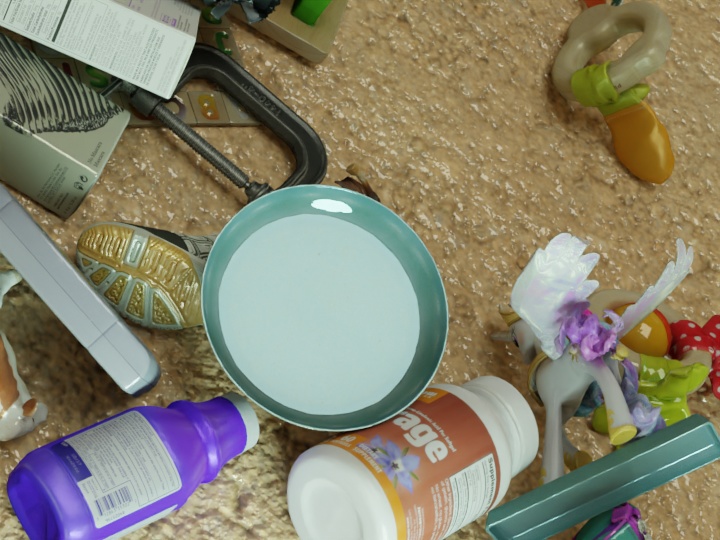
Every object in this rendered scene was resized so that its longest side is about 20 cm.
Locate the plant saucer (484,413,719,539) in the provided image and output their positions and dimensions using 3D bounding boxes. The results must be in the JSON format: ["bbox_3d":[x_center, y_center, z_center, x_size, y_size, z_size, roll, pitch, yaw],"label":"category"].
[{"bbox_3d":[0.196,0.170,1.687,0.070,0.199,0.019,50,17,-56],"label":"plant saucer"}]

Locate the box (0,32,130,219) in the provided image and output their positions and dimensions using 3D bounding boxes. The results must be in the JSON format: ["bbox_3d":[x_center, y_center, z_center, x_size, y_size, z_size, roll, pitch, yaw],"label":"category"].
[{"bbox_3d":[-0.289,-0.133,1.662,0.199,0.068,0.083,31,48,-12],"label":"box"}]

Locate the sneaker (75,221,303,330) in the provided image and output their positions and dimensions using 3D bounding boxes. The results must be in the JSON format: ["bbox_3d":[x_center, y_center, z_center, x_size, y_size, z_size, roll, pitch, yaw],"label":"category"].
[{"bbox_3d":[-0.133,0.003,1.683,0.199,0.076,0.088,20,27,-16],"label":"sneaker"}]

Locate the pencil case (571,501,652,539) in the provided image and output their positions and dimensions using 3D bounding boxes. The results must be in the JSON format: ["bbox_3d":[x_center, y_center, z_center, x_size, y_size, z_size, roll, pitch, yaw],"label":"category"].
[{"bbox_3d":[0.251,0.285,1.712,0.200,0.092,0.085,47,37,1],"label":"pencil case"}]

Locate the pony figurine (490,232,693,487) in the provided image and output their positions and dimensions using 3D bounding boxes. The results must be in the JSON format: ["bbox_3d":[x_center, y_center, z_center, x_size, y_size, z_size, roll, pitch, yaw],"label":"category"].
[{"bbox_3d":[0.185,0.068,1.736,0.166,0.193,0.201,10,49,-34],"label":"pony figurine"}]

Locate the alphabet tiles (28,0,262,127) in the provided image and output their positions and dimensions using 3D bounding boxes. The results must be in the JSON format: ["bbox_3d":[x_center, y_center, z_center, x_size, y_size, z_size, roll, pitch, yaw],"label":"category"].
[{"bbox_3d":[-0.192,-0.195,1.807,0.199,0.008,0.168,-3,63,-35],"label":"alphabet tiles"}]

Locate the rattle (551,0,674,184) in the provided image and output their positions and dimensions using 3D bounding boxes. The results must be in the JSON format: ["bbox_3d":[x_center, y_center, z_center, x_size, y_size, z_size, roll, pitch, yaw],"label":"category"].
[{"bbox_3d":[0.265,-0.203,2.065,0.143,0.130,0.200,36,20,-21],"label":"rattle"}]

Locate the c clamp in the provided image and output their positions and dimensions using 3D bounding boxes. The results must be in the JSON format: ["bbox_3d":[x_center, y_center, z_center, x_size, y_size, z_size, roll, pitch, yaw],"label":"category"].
[{"bbox_3d":[-0.125,-0.116,1.780,0.199,0.027,0.171,36,43,-5],"label":"c clamp"}]

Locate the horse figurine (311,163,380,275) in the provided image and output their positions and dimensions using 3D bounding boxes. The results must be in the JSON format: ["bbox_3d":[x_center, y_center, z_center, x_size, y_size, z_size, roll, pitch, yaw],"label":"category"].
[{"bbox_3d":[0.000,0.000,1.753,0.133,0.050,0.201,57,30,-30],"label":"horse figurine"}]

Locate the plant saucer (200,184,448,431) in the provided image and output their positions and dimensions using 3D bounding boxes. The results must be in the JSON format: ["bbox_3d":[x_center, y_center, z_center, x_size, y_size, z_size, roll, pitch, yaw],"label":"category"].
[{"bbox_3d":[-0.029,0.031,1.632,0.198,0.027,0.202,6,68,-16],"label":"plant saucer"}]

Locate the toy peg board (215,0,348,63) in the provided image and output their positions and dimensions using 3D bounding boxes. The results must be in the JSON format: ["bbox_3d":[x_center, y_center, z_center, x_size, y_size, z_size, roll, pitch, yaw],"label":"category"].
[{"bbox_3d":[-0.076,-0.327,1.903,0.198,0.098,0.201,29,46,-13],"label":"toy peg board"}]

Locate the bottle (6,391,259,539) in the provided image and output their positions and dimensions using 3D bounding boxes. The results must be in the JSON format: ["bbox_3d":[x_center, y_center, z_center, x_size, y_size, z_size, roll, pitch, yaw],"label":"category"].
[{"bbox_3d":[-0.163,0.144,1.560,0.199,0.065,0.084,-23,75,-40],"label":"bottle"}]

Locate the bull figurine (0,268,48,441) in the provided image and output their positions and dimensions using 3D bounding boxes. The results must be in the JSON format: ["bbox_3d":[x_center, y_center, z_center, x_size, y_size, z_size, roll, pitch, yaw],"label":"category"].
[{"bbox_3d":[-0.310,0.047,1.533,0.199,0.065,0.122,23,47,-21],"label":"bull figurine"}]

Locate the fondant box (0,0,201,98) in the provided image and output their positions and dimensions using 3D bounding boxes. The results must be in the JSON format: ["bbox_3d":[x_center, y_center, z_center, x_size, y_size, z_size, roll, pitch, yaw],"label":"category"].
[{"bbox_3d":[-0.231,-0.216,1.700,0.199,0.059,0.144,24,14,-9],"label":"fondant box"}]

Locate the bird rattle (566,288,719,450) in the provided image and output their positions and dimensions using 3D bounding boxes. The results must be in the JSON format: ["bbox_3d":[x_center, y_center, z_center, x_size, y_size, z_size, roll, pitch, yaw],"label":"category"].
[{"bbox_3d":[0.270,0.067,1.870,0.163,0.113,0.200,37,42,17],"label":"bird rattle"}]

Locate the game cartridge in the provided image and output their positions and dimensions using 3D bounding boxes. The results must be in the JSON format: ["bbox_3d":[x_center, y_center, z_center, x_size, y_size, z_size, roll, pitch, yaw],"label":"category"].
[{"bbox_3d":[-0.225,0.009,1.572,0.040,0.133,0.200,-42,87,-2],"label":"game cartridge"}]

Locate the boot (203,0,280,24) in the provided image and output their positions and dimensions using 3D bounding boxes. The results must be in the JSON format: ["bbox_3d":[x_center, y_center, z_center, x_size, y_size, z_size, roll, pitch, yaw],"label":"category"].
[{"bbox_3d":[-0.140,-0.303,1.783,0.161,0.074,0.199,12,47,-18],"label":"boot"}]

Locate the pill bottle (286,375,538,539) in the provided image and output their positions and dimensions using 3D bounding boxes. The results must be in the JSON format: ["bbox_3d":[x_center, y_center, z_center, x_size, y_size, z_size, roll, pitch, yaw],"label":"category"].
[{"bbox_3d":[0.046,0.157,1.654,0.199,0.112,0.113,-25,76,-41],"label":"pill bottle"}]
